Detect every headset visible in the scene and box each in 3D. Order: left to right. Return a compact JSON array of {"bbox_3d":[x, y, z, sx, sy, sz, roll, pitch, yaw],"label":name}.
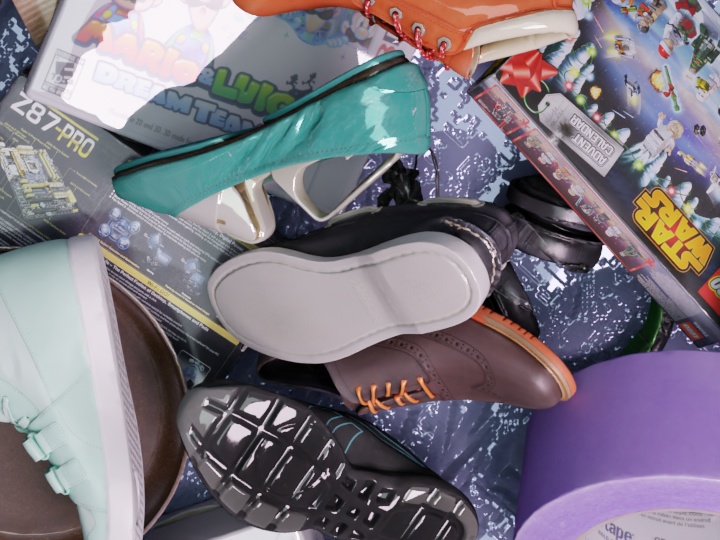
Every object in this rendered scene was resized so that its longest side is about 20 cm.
[{"bbox_3d":[0.094,-0.001,1.365,0.200,0.094,0.124,37,99,-14],"label":"headset"}]

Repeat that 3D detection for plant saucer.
[{"bbox_3d":[-0.195,0.080,1.373,0.200,0.032,0.201,1,106,3],"label":"plant saucer"}]

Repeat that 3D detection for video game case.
[{"bbox_3d":[-0.065,-0.146,1.352,0.200,0.024,0.182,21,99,-17],"label":"video game case"}]

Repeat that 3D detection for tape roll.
[{"bbox_3d":[0.187,0.135,1.338,0.199,0.085,0.200,6,143,5],"label":"tape roll"}]

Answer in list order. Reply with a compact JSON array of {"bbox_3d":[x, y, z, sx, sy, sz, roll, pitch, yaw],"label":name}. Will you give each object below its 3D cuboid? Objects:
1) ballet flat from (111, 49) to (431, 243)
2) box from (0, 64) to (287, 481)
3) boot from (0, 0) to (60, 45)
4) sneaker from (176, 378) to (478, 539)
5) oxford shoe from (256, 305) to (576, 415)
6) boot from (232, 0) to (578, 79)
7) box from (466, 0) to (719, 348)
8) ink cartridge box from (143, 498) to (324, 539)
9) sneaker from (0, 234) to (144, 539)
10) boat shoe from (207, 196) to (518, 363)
[{"bbox_3d":[-0.048,-0.054,1.300,0.200,0.067,0.071,-21,87,25],"label":"ballet flat"},{"bbox_3d":[-0.157,0.002,1.394,0.200,0.049,0.161,34,101,-5],"label":"box"},{"bbox_3d":[-0.260,-0.175,1.352,0.200,0.074,0.155,-30,101,-7],"label":"boot"},{"bbox_3d":[-0.026,0.113,1.357,0.200,0.079,0.075,31,100,-29],"label":"sneaker"},{"bbox_3d":[0.029,0.057,1.341,0.073,0.200,0.071,-56,136,-26],"label":"oxford shoe"},{"bbox_3d":[0.021,-0.151,1.286,0.200,0.075,0.108,-11,86,13],"label":"boot"},{"bbox_3d":[0.174,-0.075,1.346,0.200,0.040,0.137,47,68,-8],"label":"box"},{"bbox_3d":[-0.072,0.242,1.419,0.144,0.084,0.200,-19,99,4],"label":"ink cartridge box"},{"bbox_3d":[-0.185,0.088,1.319,0.118,0.074,0.201,-10,94,-1],"label":"sneaker"},{"bbox_3d":[0.000,0.000,1.309,0.200,0.060,0.074,-15,112,44],"label":"boat shoe"}]
